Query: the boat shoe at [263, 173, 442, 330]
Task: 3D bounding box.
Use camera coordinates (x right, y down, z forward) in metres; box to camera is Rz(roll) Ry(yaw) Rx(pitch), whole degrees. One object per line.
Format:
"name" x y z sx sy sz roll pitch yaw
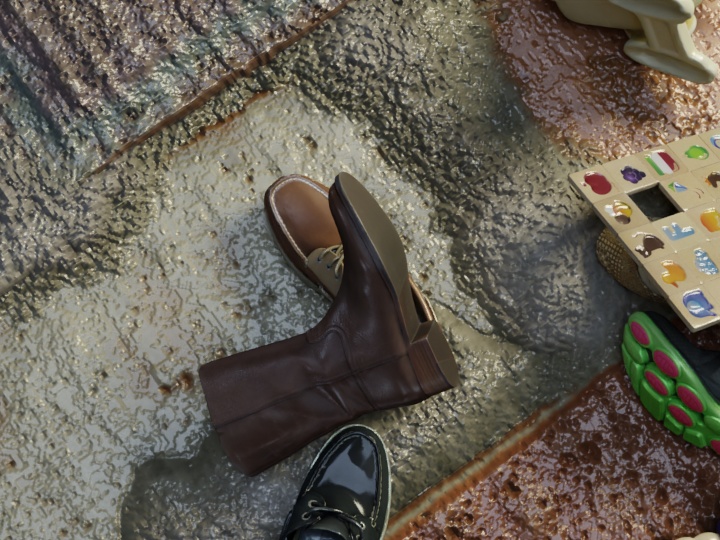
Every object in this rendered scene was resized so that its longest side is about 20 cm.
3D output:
"boat shoe" 0.000 0.000 1.234 0.076 0.072 0.200 -41 83 -11

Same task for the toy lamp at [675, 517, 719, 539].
"toy lamp" 0.198 0.223 1.205 0.200 0.058 0.058 -10 78 -8

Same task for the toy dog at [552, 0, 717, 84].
"toy dog" 0.256 -0.279 1.294 0.194 0.140 0.200 21 76 39

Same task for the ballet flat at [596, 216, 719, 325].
"ballet flat" 0.278 0.009 1.235 0.200 0.065 0.071 22 94 12

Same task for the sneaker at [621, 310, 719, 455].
"sneaker" 0.290 0.097 1.238 0.200 0.077 0.084 38 56 5

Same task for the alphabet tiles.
"alphabet tiles" 0.281 -0.025 1.226 0.167 0.008 0.200 -18 56 -26

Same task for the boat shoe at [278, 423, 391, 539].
"boat shoe" -0.025 0.208 1.189 0.074 0.066 0.199 24 77 3

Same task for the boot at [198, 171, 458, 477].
"boot" -0.051 0.045 1.183 0.200 0.064 0.187 -23 95 20
